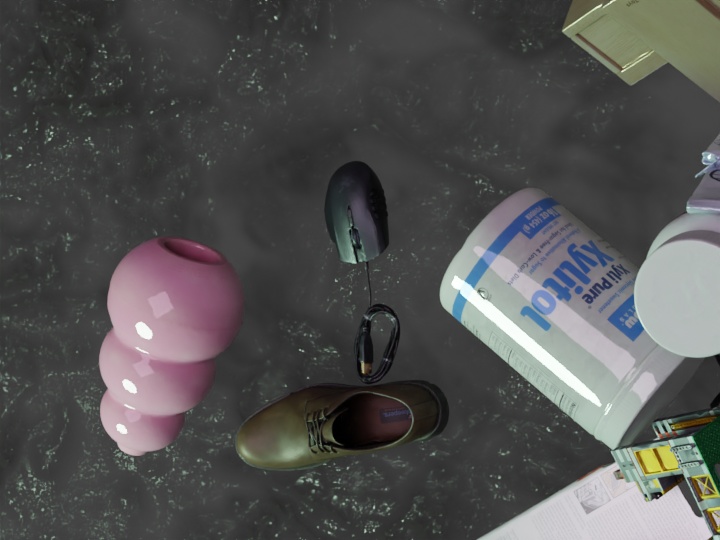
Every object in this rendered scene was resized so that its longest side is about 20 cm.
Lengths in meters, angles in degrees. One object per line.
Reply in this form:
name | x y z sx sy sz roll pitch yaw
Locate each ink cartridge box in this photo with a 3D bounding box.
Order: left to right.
ink cartridge box | 0.209 0.225 1.601 0.200 0.050 0.109 -33 78 17

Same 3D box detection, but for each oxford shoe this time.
oxford shoe | -0.029 0.134 1.676 0.200 0.084 0.073 -16 86 22

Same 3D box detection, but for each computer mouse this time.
computer mouse | 0.000 0.000 1.678 0.058 0.034 0.201 -12 78 20

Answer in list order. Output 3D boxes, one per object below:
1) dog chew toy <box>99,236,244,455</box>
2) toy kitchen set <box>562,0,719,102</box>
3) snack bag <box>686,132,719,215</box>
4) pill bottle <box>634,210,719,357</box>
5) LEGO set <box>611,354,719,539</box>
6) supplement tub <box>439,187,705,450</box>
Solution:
dog chew toy | -0.181 0.073 1.721 0.124 0.124 0.200 25 107 20
toy kitchen set | 0.308 -0.250 1.564 0.163 0.181 0.200 35 144 -18
snack bag | 0.355 -0.075 1.472 0.188 0.200 0.021 7 114 21
pill bottle | 0.284 -0.001 1.483 0.109 0.200 0.110 6 105 23
LEGO set | 0.296 0.159 1.516 0.154 0.200 0.116 57 147 -9
supplement tub | 0.177 0.038 1.571 0.200 0.132 0.132 40 103 17
